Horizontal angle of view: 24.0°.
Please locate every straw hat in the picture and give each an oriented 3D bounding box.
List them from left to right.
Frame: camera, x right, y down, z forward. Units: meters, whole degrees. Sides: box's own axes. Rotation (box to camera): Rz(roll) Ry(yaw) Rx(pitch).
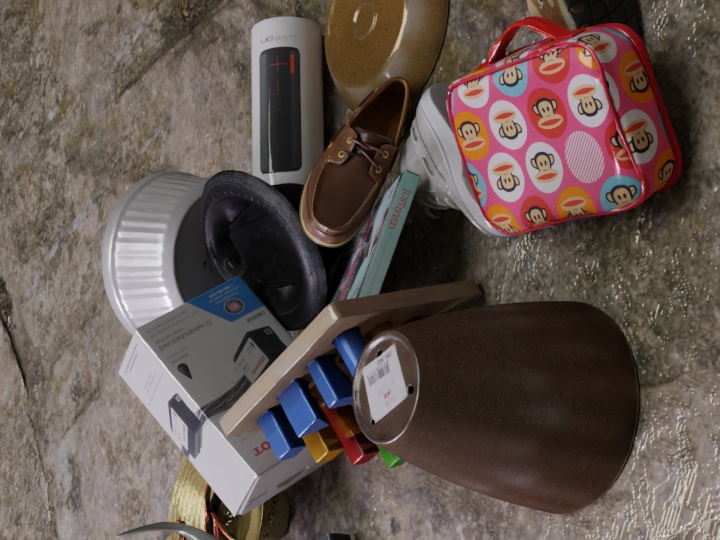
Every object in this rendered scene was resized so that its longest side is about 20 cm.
[{"bbox_3d":[-0.124,0.261,1.809,0.201,0.085,0.202,-20,66,52],"label":"straw hat"}]

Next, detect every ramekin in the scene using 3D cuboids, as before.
[{"bbox_3d":[-0.180,-0.011,1.862,0.094,0.202,0.204,0,82,42],"label":"ramekin"}]

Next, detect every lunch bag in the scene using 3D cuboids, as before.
[{"bbox_3d":[0.164,-0.129,1.440,0.200,0.082,0.177,-10,105,51],"label":"lunch bag"}]

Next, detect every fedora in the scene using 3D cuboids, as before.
[{"bbox_3d":[-0.078,-0.035,1.751,0.200,0.091,0.201,34,140,34],"label":"fedora"}]

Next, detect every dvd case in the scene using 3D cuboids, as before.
[{"bbox_3d":[0.000,0.000,1.651,0.200,0.022,0.147,135,157,-66],"label":"dvd case"}]

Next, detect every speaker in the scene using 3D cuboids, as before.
[{"bbox_3d":[-0.079,-0.173,1.850,0.081,0.081,0.201,-20,66,51],"label":"speaker"}]

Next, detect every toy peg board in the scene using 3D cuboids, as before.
[{"bbox_3d":[0.010,0.114,1.575,0.200,0.199,0.098,-47,64,37],"label":"toy peg board"}]

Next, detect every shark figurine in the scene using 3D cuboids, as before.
[{"bbox_3d":[-0.138,0.322,1.684,0.128,0.089,0.215,-35,89,33],"label":"shark figurine"}]

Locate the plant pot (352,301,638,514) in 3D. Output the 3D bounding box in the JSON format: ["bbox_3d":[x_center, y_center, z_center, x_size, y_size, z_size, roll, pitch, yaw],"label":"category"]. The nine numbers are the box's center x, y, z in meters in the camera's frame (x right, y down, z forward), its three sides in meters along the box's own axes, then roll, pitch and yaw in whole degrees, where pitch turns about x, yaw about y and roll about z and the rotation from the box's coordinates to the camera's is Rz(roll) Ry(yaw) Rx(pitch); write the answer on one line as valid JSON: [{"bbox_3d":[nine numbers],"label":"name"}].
[{"bbox_3d":[0.098,0.107,1.433,0.187,0.199,0.188,-17,69,52],"label":"plant pot"}]

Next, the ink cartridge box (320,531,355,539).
[{"bbox_3d":[-0.046,0.399,1.705,0.200,0.047,0.198,-48,48,34],"label":"ink cartridge box"}]

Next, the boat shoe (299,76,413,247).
[{"bbox_3d":[-0.002,-0.112,1.661,0.201,0.072,0.068,-63,0,-33],"label":"boat shoe"}]

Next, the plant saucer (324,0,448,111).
[{"bbox_3d":[0.016,-0.259,1.772,0.200,0.035,0.201,-16,70,52],"label":"plant saucer"}]

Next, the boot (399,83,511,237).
[{"bbox_3d":[0.095,-0.080,1.605,0.200,0.073,0.096,-110,35,-42],"label":"boot"}]

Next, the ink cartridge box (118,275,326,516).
[{"bbox_3d":[-0.124,0.125,1.716,0.200,0.145,0.084,48,140,17],"label":"ink cartridge box"}]

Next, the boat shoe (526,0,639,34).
[{"bbox_3d":[0.186,-0.248,1.508,0.074,0.075,0.201,121,139,-52],"label":"boat shoe"}]
